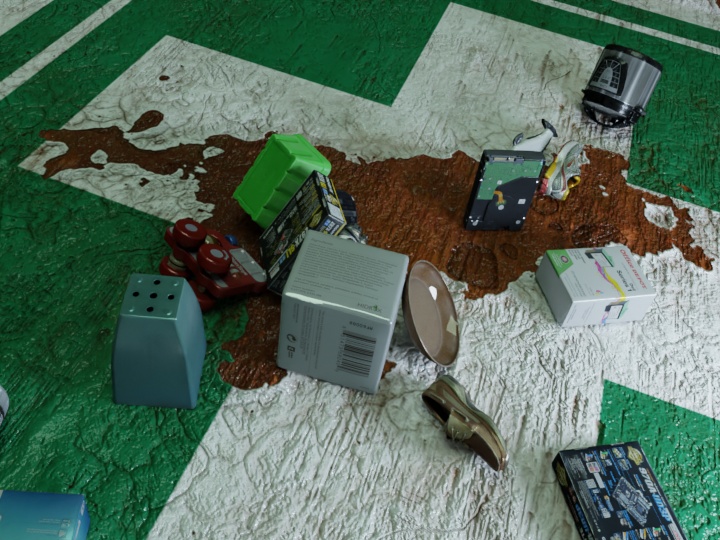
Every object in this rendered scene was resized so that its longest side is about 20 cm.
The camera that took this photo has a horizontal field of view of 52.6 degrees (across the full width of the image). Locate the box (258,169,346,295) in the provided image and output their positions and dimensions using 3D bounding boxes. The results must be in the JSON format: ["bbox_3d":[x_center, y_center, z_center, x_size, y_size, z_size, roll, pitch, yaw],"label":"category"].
[{"bbox_3d":[-0.118,-0.074,1.420,0.049,0.200,0.161,26,27,-34],"label":"box"}]

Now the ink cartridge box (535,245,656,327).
[{"bbox_3d":[0.488,0.030,1.517,0.195,0.085,0.147,-4,47,-14],"label":"ink cartridge box"}]

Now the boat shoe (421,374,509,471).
[{"bbox_3d":[0.175,0.269,1.248,0.071,0.077,0.200,-21,44,-23],"label":"boat shoe"}]

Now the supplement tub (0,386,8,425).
[{"bbox_3d":[-0.611,0.259,1.071,0.120,0.124,0.203,6,45,-4],"label":"supplement tub"}]

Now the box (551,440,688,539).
[{"bbox_3d":[0.424,0.385,1.195,0.155,0.047,0.202,-4,47,-14],"label":"box"}]

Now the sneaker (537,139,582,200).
[{"bbox_3d":[0.506,-0.242,1.796,0.081,0.078,0.201,29,58,12],"label":"sneaker"}]

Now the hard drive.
[{"bbox_3d":[0.312,-0.174,1.598,0.136,0.202,0.038,-1,46,-10],"label":"hard drive"}]

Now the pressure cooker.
[{"bbox_3d":[0.704,-0.489,1.978,0.176,0.203,0.176,23,14,0],"label":"pressure cooker"}]

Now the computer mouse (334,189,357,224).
[{"bbox_3d":[-0.058,-0.061,1.472,0.139,0.046,0.204,-7,81,-42],"label":"computer mouse"}]

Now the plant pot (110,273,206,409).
[{"bbox_3d":[-0.338,0.108,1.211,0.138,0.202,0.143,5,45,-5],"label":"plant pot"}]

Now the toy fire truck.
[{"bbox_3d":[-0.285,-0.019,1.423,0.200,0.113,0.166,43,29,26],"label":"toy fire truck"}]

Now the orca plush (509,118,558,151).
[{"bbox_3d":[0.406,-0.307,1.832,0.201,0.105,0.071,-53,29,-17],"label":"orca plush"}]

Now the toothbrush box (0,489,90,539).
[{"bbox_3d":[-0.463,0.410,0.981,0.143,0.086,0.203,4,45,-7],"label":"toothbrush box"}]

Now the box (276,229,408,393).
[{"bbox_3d":[-0.033,0.073,1.300,0.196,0.201,0.173,15,45,5],"label":"box"}]

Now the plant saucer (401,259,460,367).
[{"bbox_3d":[0.127,0.083,1.363,0.036,0.201,0.203,-17,36,30],"label":"plant saucer"}]

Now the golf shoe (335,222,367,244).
[{"bbox_3d":[0.000,0.000,1.416,0.077,0.200,0.096,-6,49,44],"label":"golf shoe"}]

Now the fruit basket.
[{"bbox_3d":[-0.151,-0.181,1.559,0.213,0.218,0.156,-25,55,-30],"label":"fruit basket"}]
